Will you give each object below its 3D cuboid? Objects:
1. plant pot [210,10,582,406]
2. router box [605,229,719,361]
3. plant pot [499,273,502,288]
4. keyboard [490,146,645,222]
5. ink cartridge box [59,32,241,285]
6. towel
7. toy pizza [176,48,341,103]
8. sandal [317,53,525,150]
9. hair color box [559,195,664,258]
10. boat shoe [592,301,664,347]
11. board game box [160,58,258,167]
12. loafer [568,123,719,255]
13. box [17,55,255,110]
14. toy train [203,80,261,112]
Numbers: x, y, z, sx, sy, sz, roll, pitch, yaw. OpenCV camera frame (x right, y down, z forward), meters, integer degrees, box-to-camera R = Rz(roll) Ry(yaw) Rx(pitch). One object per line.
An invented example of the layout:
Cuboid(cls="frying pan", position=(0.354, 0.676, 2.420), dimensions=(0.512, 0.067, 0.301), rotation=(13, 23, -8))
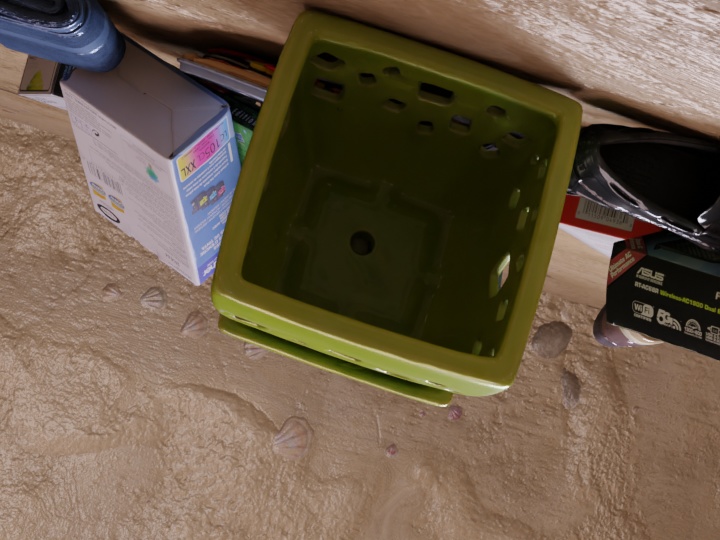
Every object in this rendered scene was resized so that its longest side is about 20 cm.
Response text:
Cuboid(cls="plant pot", position=(0.013, -0.026, 1.179), dimensions=(0.198, 0.201, 0.182), rotation=(18, 164, -4))
Cuboid(cls="router box", position=(0.293, 0.010, 1.270), dimensions=(0.199, 0.063, 0.149), rotation=(-13, -156, -40))
Cuboid(cls="plant pot", position=(0.042, -0.032, 1.720), dimensions=(0.195, 0.202, 0.200), rotation=(8, 177, 7))
Cuboid(cls="keyboard", position=(0.172, -0.066, 1.291), dimensions=(0.199, 0.021, 0.127), rotation=(15, -160, 22))
Cuboid(cls="ink cartridge box", position=(-0.166, -0.081, 1.500), dimensions=(0.136, 0.076, 0.201), rotation=(35, 151, 27))
Cuboid(cls="towel", position=(-0.238, -0.193, 1.332), dimensions=(0.111, 0.049, 0.200), rotation=(16, 177, 2))
Cuboid(cls="toy pizza", position=(-0.048, -0.138, 1.413), dimensions=(0.199, 0.032, 0.200), rotation=(21, -178, -1))
Cuboid(cls="sandal", position=(0.037, -0.113, 1.276), dimensions=(0.199, 0.048, 0.075), rotation=(16, 178, -8))
Cuboid(cls="hair color box", position=(0.236, -0.041, 1.500), dimensions=(0.101, 0.062, 0.200), rotation=(15, 177, 25))
Cuboid(cls="boat shoe", position=(0.253, 0.005, 1.386), dimensions=(0.200, 0.072, 0.065), rotation=(-30, -175, -37))
Cuboid(cls="board game box", position=(-0.117, -0.109, 1.496), dimensions=(0.200, 0.023, 0.105), rotation=(31, 148, 32))
Cuboid(cls="loafer", position=(0.231, -0.049, 1.177), dimensions=(0.199, 0.069, 0.070), rotation=(16, 177, -9))
Cuboid(cls="box", position=(-0.214, -0.166, 1.714), dimensions=(0.199, 0.060, 0.116), rotation=(18, 178, -28))
Cuboid(cls="toy train", position=(-0.053, -0.106, 1.572), dimensions=(0.199, 0.085, 0.115), rotation=(26, -165, 33))
